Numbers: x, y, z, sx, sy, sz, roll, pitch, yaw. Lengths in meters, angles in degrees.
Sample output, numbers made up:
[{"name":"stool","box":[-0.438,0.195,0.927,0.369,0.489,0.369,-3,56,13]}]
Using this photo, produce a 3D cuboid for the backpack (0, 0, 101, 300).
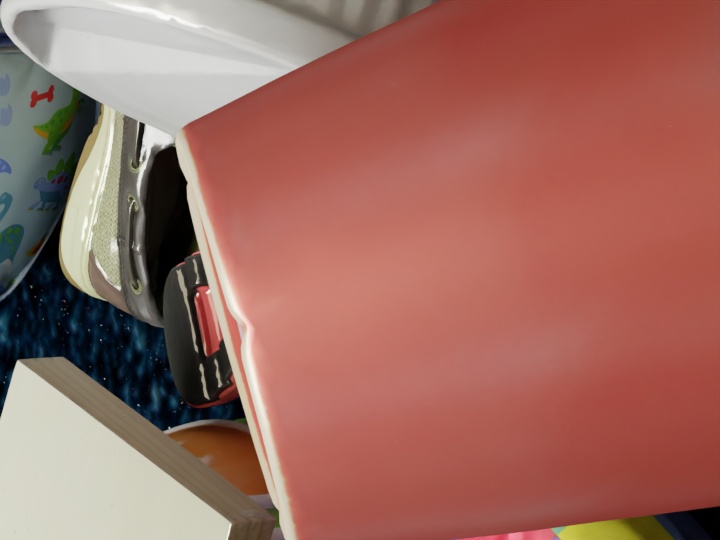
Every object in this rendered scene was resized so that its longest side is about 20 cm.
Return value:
[{"name":"backpack","box":[-0.202,-0.082,1.204,0.147,0.183,0.201,32,105,28]}]

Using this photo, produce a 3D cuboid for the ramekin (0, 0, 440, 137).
[{"name":"ramekin","box":[-0.027,-0.102,1.031,0.202,0.202,0.095,11,78,42]}]

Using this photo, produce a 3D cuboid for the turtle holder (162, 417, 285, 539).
[{"name":"turtle holder","box":[-0.072,0.151,1.119,0.141,0.131,0.186,47,121,30]}]

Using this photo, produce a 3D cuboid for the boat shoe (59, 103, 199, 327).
[{"name":"boat shoe","box":[-0.072,-0.070,1.160,0.065,0.073,0.201,32,122,32]}]

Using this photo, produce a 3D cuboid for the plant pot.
[{"name":"plant pot","box":[0.043,0.000,0.883,0.200,0.176,0.202,164,90,-85]}]

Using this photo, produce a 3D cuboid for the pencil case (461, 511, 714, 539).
[{"name":"pencil case","box":[0.079,0.107,1.012,0.200,0.088,0.089,51,123,31]}]

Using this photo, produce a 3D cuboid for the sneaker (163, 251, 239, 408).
[{"name":"sneaker","box":[0.000,0.000,1.065,0.200,0.086,0.074,-25,73,55]}]

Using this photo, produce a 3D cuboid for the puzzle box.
[{"name":"puzzle box","box":[-0.108,0.151,1.046,0.133,0.025,0.201,33,113,38]}]
